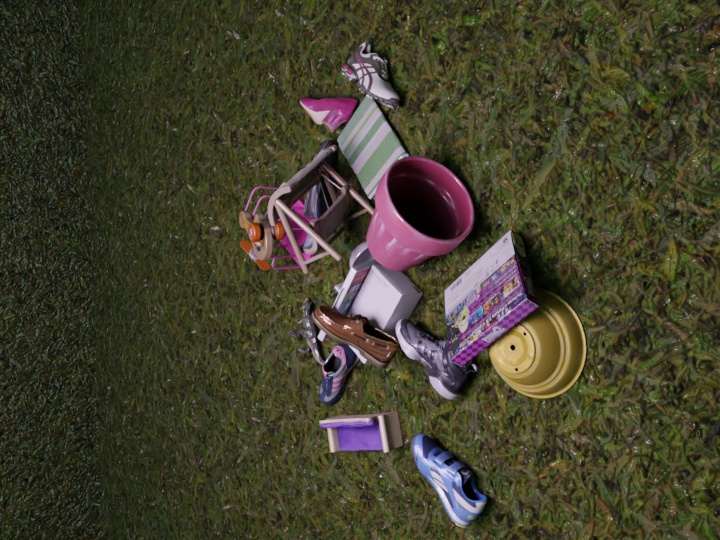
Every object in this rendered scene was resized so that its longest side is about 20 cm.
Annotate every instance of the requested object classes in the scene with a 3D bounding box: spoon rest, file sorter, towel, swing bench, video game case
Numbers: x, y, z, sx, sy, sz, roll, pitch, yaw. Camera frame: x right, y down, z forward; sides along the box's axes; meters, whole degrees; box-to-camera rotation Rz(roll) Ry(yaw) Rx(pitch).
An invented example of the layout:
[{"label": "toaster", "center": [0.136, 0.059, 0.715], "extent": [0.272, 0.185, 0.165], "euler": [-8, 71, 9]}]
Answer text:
[{"label": "spoon rest", "center": [0.000, 0.000, 1.323], "extent": [0.061, 0.099, 0.201], "euler": [54, 142, 19]}, {"label": "file sorter", "center": [-0.214, -0.116, 1.508], "extent": [0.200, 0.124, 0.140], "euler": [49, 124, 33]}, {"label": "towel", "center": [0.025, -0.288, 1.327], "extent": [0.153, 0.023, 0.201], "euler": [-49, 57, 35]}, {"label": "swing bench", "center": [-0.093, -0.140, 1.275], "extent": [0.129, 0.199, 0.201], "euler": [-20, 112, 44]}, {"label": "video game case", "center": [-0.016, 0.064, 1.296], "extent": [0.017, 0.142, 0.202], "euler": [37, 119, 20]}, {"label": "video game case", "center": [0.233, 0.050, 1.045], "extent": [0.200, 0.036, 0.183], "euler": [-48, 24, 36]}]

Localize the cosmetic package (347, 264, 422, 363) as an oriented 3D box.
[{"label": "cosmetic package", "center": [0.043, 0.097, 1.277], "extent": [0.113, 0.080, 0.202], "euler": [43, 122, 34]}]

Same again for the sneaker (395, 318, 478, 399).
[{"label": "sneaker", "center": [0.161, 0.155, 1.164], "extent": [0.201, 0.075, 0.114], "euler": [52, 125, 25]}]

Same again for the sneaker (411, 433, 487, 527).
[{"label": "sneaker", "center": [0.182, 0.413, 1.153], "extent": [0.201, 0.073, 0.083], "euler": [52, 124, 22]}]

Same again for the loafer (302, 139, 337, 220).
[{"label": "loafer", "center": [-0.108, -0.227, 1.413], "extent": [0.062, 0.072, 0.203], "euler": [8, 87, 33]}]

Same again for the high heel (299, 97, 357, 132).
[{"label": "high heel", "center": [-0.083, -0.418, 1.423], "extent": [0.096, 0.067, 0.200], "euler": [-44, 38, 0]}]

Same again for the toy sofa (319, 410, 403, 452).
[{"label": "toy sofa", "center": [-0.004, 0.382, 1.326], "extent": [0.199, 0.097, 0.084], "euler": [-18, 78, 44]}]

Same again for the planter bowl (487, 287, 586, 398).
[{"label": "planter bowl", "center": [0.292, 0.134, 1.016], "extent": [0.199, 0.083, 0.204], "euler": [2, 93, 46]}]

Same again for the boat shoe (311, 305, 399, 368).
[{"label": "boat shoe", "center": [-0.008, 0.124, 1.207], "extent": [0.198, 0.072, 0.068], "euler": [31, 118, -2]}]

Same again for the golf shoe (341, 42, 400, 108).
[{"label": "golf shoe", "center": [0.031, -0.440, 1.278], "extent": [0.200, 0.077, 0.089], "euler": [50, 118, 32]}]

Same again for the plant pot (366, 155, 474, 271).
[{"label": "plant pot", "center": [0.102, -0.097, 1.145], "extent": [0.179, 0.198, 0.202], "euler": [-51, 56, 52]}]

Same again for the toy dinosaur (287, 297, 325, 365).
[{"label": "toy dinosaur", "center": [-0.141, 0.177, 1.502], "extent": [0.088, 0.047, 0.202], "euler": [-28, 74, 36]}]

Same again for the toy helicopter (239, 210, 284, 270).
[{"label": "toy helicopter", "center": [-0.268, -0.089, 1.441], "extent": [0.200, 0.078, 0.134], "euler": [45, 133, 47]}]

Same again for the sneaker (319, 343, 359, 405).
[{"label": "sneaker", "center": [-0.073, 0.258, 1.405], "extent": [0.070, 0.081, 0.202], "euler": [44, 121, 35]}]
